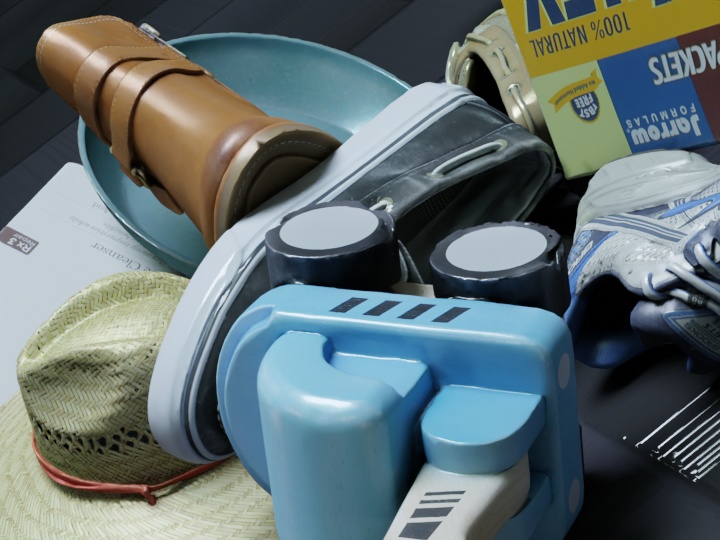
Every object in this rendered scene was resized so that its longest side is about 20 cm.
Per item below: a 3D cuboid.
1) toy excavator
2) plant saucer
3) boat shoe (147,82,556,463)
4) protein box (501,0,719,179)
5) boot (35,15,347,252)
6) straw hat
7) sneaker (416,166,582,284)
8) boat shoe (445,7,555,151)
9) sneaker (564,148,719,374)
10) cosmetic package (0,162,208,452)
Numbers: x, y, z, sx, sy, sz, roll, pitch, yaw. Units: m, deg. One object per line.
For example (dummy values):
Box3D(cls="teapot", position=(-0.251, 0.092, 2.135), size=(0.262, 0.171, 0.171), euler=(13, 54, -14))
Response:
Box3D(cls="toy excavator", position=(0.024, 0.070, 0.728), size=(0.193, 0.101, 0.200), euler=(6, 29, 24))
Box3D(cls="plant saucer", position=(-0.042, -0.045, 1.118), size=(0.200, 0.199, 0.036), euler=(-57, -14, -48))
Box3D(cls="boat shoe", position=(0.000, 0.000, 0.873), size=(0.071, 0.072, 0.200), euler=(21, 59, 38))
Box3D(cls="protein box", position=(0.154, -0.171, 0.900), size=(0.198, 0.201, 0.135), euler=(-26, 9, -36))
Box3D(cls="boot", position=(-0.073, -0.063, 0.966), size=(0.077, 0.155, 0.200), euler=(-50, -12, 5))
Box3D(cls="straw hat", position=(-0.090, 0.048, 0.929), size=(0.199, 0.085, 0.202), euler=(-10, 38, 8))
Box3D(cls="sneaker", position=(0.058, -0.016, 0.990), size=(0.090, 0.076, 0.200), euler=(-26, 28, 8))
Box3D(cls="boat shoe", position=(0.071, -0.082, 1.081), size=(0.063, 0.074, 0.201), euler=(-23, 13, -12))
Box3D(cls="sneaker", position=(0.141, -0.002, 0.807), size=(0.200, 0.077, 0.085), euler=(-22, 31, 56))
Box3D(cls="cosmetic package", position=(-0.148, 0.051, 1.079), size=(0.200, 0.112, 0.081), euler=(-54, -18, -44))
